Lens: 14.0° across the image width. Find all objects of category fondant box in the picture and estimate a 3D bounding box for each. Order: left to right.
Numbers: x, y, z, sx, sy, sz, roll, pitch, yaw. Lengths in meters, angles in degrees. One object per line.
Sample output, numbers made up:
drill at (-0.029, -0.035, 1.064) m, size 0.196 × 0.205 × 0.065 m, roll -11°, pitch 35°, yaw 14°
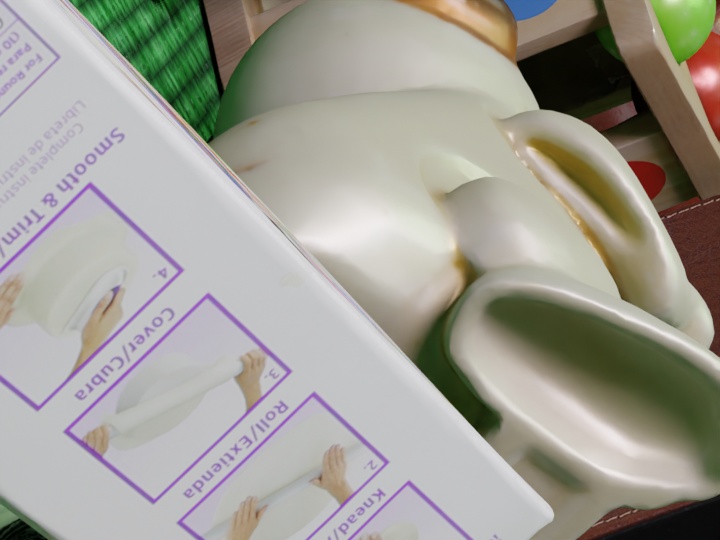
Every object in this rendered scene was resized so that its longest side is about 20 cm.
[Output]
fondant box at (-0.069, -0.026, 0.446) m, size 0.144 × 0.058 × 0.200 m, roll 46°, pitch 1°, yaw 41°

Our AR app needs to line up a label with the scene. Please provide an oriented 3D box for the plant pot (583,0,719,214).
plant pot at (0.193, -0.067, 1.612) m, size 0.196 × 0.200 × 0.201 m, roll 55°, pitch 17°, yaw -24°

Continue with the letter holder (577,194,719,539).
letter holder at (0.106, 0.061, 0.929) m, size 0.142 × 0.199 × 0.101 m, roll -96°, pitch 161°, yaw -52°

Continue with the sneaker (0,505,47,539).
sneaker at (-0.047, 0.083, 0.502) m, size 0.200 × 0.074 × 0.081 m, roll -54°, pitch 123°, yaw -77°

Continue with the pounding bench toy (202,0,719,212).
pounding bench toy at (0.031, -0.091, 0.950) m, size 0.200 × 0.155 × 0.125 m, roll 50°, pitch 23°, yaw -57°

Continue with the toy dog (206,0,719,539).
toy dog at (0.000, 0.000, 0.782) m, size 0.193 × 0.140 × 0.200 m, roll 29°, pitch 25°, yaw -10°
